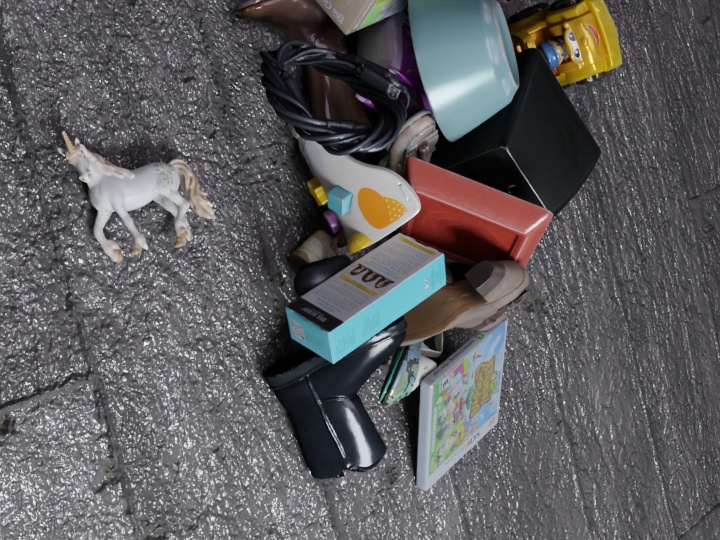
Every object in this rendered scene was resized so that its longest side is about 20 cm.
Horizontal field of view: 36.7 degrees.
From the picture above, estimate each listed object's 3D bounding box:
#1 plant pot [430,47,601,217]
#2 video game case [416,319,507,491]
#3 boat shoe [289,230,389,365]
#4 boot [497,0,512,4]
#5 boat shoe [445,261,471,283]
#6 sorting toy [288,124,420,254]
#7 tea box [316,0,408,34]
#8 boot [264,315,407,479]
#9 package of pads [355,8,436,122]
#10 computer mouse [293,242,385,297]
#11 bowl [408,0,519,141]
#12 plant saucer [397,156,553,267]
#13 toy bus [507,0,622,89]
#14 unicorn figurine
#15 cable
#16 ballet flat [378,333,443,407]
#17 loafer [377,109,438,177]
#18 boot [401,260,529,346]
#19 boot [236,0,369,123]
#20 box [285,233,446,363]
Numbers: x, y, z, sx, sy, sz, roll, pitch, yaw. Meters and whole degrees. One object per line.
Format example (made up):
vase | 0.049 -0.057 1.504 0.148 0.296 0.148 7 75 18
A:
plant pot | 0.194 -0.153 1.525 0.200 0.199 0.178 51 40 -25
video game case | 0.143 0.187 1.528 0.182 0.022 0.202 -35 138 -38
boat shoe | -0.014 0.038 1.435 0.065 0.072 0.201 -47 110 -30
boot | 0.194 -0.438 1.599 0.072 0.165 0.201 46 58 -28
boat shoe | 0.107 0.018 1.494 0.200 0.072 0.061 -2 130 -47
sorting toy | -0.029 -0.124 1.392 0.106 0.200 0.181 -37 99 -4
tea box | 0.004 -0.443 1.401 0.200 0.134 0.196 49 49 6
boot | -0.003 0.162 1.376 0.199 0.077 0.169 -26 106 6
package of pads | 0.053 -0.294 1.483 0.120 0.075 0.202 32 43 -34
computer mouse | 0.000 0.000 1.392 0.199 0.034 0.059 -18 87 -36
bowl | 0.141 -0.277 1.406 0.201 0.104 0.203 -13 90 -74
plant saucer | 0.138 -0.058 1.443 0.198 0.200 0.037 23 69 5
toy bus | 0.260 -0.321 1.635 0.191 0.199 0.137 -28 104 -31
unicorn figurine | -0.263 -0.086 1.233 0.199 0.073 0.139 -16 87 -55
cable | -0.041 -0.211 1.325 0.199 0.051 0.164 27 50 1
ballet flat | 0.077 0.111 1.470 0.074 0.074 0.201 48 40 -27
loafer | 0.070 -0.148 1.442 0.072 0.200 0.063 -32 82 -17
boot | 0.134 0.053 1.439 0.146 0.199 0.071 33 30 -62
boot | -0.069 -0.262 1.422 0.185 0.064 0.202 -14 98 -41
box | 0.010 0.031 1.334 0.199 0.082 0.050 -33 132 -31
